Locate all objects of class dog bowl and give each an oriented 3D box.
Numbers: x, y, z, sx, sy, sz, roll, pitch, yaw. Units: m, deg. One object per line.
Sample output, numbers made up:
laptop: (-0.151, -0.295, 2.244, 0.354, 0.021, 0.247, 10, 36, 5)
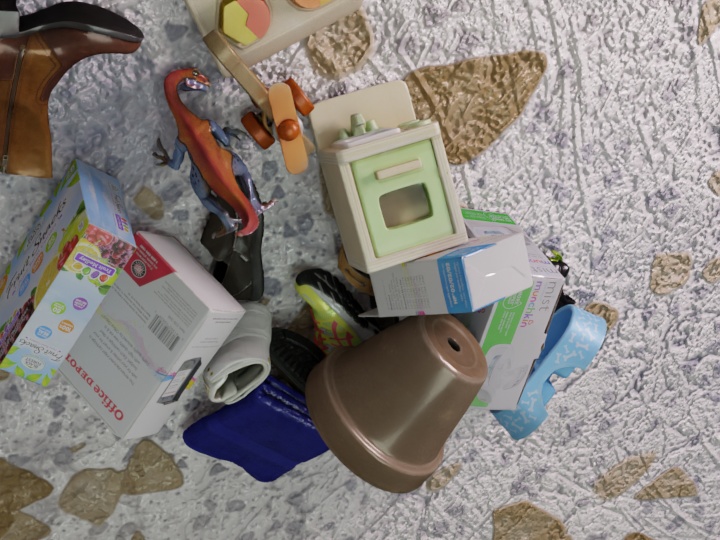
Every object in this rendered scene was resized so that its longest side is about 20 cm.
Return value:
dog bowl: (0.244, 0.131, 1.734, 0.049, 0.112, 0.201, 35, 99, -11)

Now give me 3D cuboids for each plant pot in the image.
plant pot: (0.061, 0.143, 1.595, 0.199, 0.201, 0.175, 28, 122, -32)

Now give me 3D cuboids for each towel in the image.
towel: (-0.123, 0.205, 1.692, 0.147, 0.050, 0.200, 29, 142, -24)

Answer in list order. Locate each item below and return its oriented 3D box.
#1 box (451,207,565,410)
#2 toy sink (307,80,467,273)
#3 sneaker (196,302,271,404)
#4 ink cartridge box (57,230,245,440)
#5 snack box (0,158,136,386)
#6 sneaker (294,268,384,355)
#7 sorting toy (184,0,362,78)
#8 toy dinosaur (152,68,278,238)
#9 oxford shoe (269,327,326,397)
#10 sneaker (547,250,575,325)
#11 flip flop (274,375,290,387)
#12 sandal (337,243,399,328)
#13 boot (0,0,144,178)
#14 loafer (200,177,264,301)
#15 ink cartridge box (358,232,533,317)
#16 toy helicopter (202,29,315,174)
box: (0.161, 0.050, 1.691, 0.096, 0.177, 0.202, 5, 119, -24)
toy sink: (0.031, -0.114, 1.532, 0.129, 0.112, 0.202, -17, 99, -11)
sneaker: (-0.202, 0.117, 1.609, 0.198, 0.116, 0.074, -21, 131, 12)
ink cartridge box: (-0.254, 0.076, 1.555, 0.201, 0.148, 0.085, -53, 158, 17)
snack box: (-0.337, 0.000, 1.469, 0.067, 0.169, 0.201, 28, 108, -29)
sneaker: (-0.032, 0.080, 1.698, 0.090, 0.078, 0.200, -34, 124, 11)
sorting toy: (-0.107, -0.329, 1.437, 0.184, 0.037, 0.201, -28, 126, -3)
toy dinosaur: (-0.160, -0.140, 1.450, 0.104, 0.200, 0.183, -30, 104, -17)
oxford shoe: (-0.065, 0.155, 1.687, 0.084, 0.073, 0.200, -30, 112, 38)
sneaker: (0.264, 0.067, 1.807, 0.082, 0.072, 0.202, -16, 125, -13)
flip flop: (-0.064, 0.194, 1.765, 0.198, 0.058, 0.082, 14, 114, -28)
sandal: (0.000, 0.000, 1.662, 0.054, 0.082, 0.201, -23, 133, -8)
boot: (-0.336, -0.186, 1.417, 0.186, 0.069, 0.202, -1, 121, -21)
loafer: (-0.157, -0.042, 1.572, 0.071, 0.073, 0.202, -12, 124, -16)
ink cartridge box: (0.092, 0.007, 1.561, 0.115, 0.199, 0.069, -20, 99, -42)
toy helicopter: (-0.110, -0.190, 1.448, 0.079, 0.133, 0.200, -38, 137, 5)
